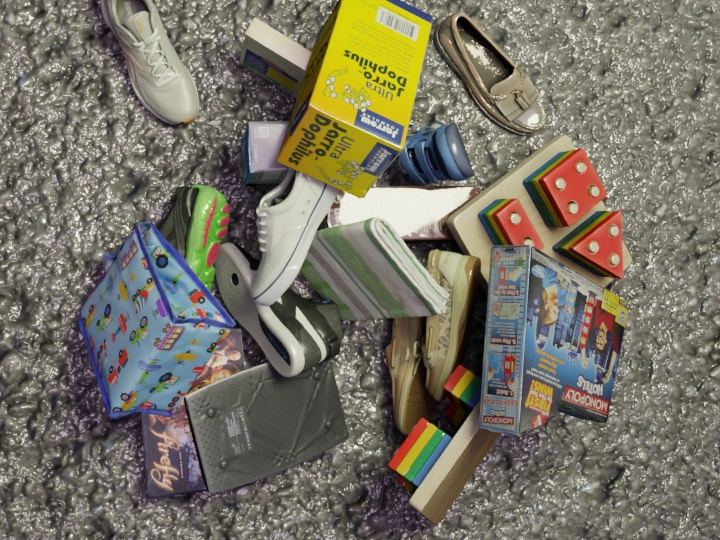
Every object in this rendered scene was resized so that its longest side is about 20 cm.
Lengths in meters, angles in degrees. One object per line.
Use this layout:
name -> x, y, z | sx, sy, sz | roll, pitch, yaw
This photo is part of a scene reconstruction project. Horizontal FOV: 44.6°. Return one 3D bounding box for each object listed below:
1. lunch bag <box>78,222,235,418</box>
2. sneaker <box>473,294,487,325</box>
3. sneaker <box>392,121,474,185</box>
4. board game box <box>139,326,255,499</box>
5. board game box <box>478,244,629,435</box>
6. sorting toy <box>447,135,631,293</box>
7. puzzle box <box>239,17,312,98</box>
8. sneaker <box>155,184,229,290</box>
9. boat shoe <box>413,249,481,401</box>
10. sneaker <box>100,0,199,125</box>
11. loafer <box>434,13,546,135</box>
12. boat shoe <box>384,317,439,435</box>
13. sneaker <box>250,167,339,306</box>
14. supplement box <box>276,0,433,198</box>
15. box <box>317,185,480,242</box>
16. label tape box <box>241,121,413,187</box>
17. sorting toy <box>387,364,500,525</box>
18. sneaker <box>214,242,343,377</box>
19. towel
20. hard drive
lunch bag -> -0.262, 0.049, 1.031 | 0.151, 0.094, 0.200 | -53, 56, 19
sneaker -> 0.198, 0.011, 1.174 | 0.113, 0.075, 0.201 | -21, 95, -13
sneaker -> 0.088, -0.141, 1.102 | 0.082, 0.200, 0.074 | -20, 100, -2
board game box -> -0.209, 0.177, 1.111 | 0.135, 0.035, 0.201 | -6, 89, -12
board game box -> 0.211, 0.099, 1.003 | 0.200, 0.062, 0.201 | 26, 74, -36
sorting toy -> 0.243, -0.035, 1.101 | 0.200, 0.070, 0.199 | -37, 106, -17
puzzle box -> -0.058, -0.236, 1.104 | 0.200, 0.133, 0.025 | 30, 83, -9
sneaker -> -0.229, -0.014, 1.104 | 0.084, 0.077, 0.201 | 24, 93, 29
boat shoe -> 0.102, 0.067, 1.090 | 0.062, 0.073, 0.201 | 16, 114, 16
sneaker -> -0.265, -0.274, 1.086 | 0.076, 0.092, 0.200 | -30, 94, -10
loafer -> 0.179, -0.263, 1.186 | 0.072, 0.063, 0.200 | -45, 96, -8
boat shoe -> 0.069, 0.114, 1.155 | 0.071, 0.064, 0.201 | 9, 90, -46
sneaker -> -0.091, -0.054, 1.020 | 0.071, 0.073, 0.200 | 22, 106, -22
supplement box -> -0.004, -0.202, 0.969 | 0.109, 0.109, 0.201 | 22, 57, -14
box -> 0.047, -0.070, 1.137 | 0.199, 0.100, 0.075 | -3, 90, -10
label tape box -> -0.045, -0.143, 1.098 | 0.199, 0.143, 0.066 | 0, 88, -11
sorting toy -> 0.117, 0.210, 1.104 | 0.069, 0.199, 0.200 | 33, 79, 20
sneaker -> -0.098, 0.041, 1.121 | 0.112, 0.073, 0.200 | -15, 61, -41
towel -> 0.000, 0.000, 1.065 | 0.149, 0.200, 0.031 | 51, 58, -23
hard drive -> -0.118, 0.183, 1.097 | 0.199, 0.042, 0.135 | -16, 95, -30
